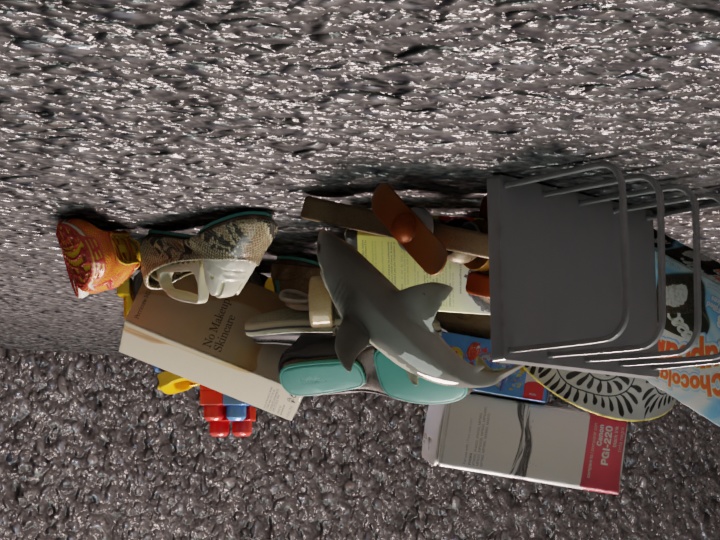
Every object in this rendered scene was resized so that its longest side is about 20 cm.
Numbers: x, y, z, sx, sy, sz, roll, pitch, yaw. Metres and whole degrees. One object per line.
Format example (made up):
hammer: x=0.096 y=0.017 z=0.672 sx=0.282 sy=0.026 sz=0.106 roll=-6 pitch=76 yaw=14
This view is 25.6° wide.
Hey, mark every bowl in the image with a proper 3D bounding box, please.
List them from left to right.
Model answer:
bowl: x=0.254 y=0.052 z=1.621 sx=0.199 sy=0.095 sz=0.201 roll=17 pitch=-148 yaw=-11

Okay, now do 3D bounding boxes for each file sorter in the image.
file sorter: x=0.207 y=0.002 z=1.206 sx=0.124 sy=0.140 sz=0.199 roll=-9 pitch=167 yaw=44

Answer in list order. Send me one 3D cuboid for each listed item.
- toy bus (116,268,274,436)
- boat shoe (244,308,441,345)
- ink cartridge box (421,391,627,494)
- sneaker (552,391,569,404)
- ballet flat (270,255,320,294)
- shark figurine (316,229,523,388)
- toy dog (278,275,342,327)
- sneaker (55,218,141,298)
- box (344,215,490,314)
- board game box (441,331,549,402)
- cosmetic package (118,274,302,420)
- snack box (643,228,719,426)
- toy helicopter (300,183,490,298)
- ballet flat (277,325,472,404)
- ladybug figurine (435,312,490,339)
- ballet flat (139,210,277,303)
toy bus: x=-0.176 y=0.090 z=1.796 sx=0.198 sy=0.194 sz=0.136 roll=2 pitch=175 yaw=10
boat shoe: x=-0.018 y=0.073 z=1.586 sx=0.198 sy=0.063 sz=0.075 roll=4 pitch=-170 yaw=-2
ink cartridge box: x=0.174 y=0.182 z=1.712 sx=0.198 sy=0.086 sz=0.146 roll=8 pitch=177 yaw=-4
sneaker: x=0.236 y=0.078 z=1.748 sx=0.076 sy=0.089 sz=0.200 roll=25 pitch=-150 yaw=4
ballet flat: x=-0.020 y=0.030 z=1.739 sx=0.067 sy=0.073 sz=0.199 roll=3 pitch=176 yaw=44
shark figurine: x=0.060 y=0.045 z=1.262 sx=0.214 sy=0.129 sz=0.090 roll=32 pitch=122 yaw=-17
toy dog: x=0.000 y=0.000 z=1.540 sx=0.131 sy=0.097 sz=0.200 roll=1 pitch=-172 yaw=-15
sneaker: x=-0.247 y=-0.020 z=1.514 sx=0.076 sy=0.074 sz=0.200 roll=-19 pitch=180 yaw=-10
box: x=0.087 y=-0.005 z=1.352 sx=0.198 sy=0.076 sz=0.050 roll=3 pitch=-151 yaw=12
board game box: x=0.105 y=0.100 z=1.731 sx=0.198 sy=0.056 sz=0.196 roll=9 pitch=177 yaw=3
cosmetic package: x=-0.140 y=0.065 z=1.647 sx=0.198 sy=0.106 sz=0.071 roll=21 pitch=147 yaw=-2
snack box: x=0.277 y=0.049 z=1.315 sx=0.037 sy=0.117 sz=0.200 roll=-11 pitch=-151 yaw=-33
toy helicopter: x=0.037 y=-0.031 z=1.261 sx=0.198 sy=0.080 sz=0.132 roll=13 pitch=-175 yaw=25
ballet flat: x=0.018 y=0.084 z=1.501 sx=0.198 sy=0.074 sz=0.073 roll=-1 pitch=172 yaw=22
ladybug figurine: x=0.157 y=0.045 z=1.785 sx=0.135 sy=0.073 sz=0.200 roll=8 pitch=177 yaw=25
ballet flat: x=-0.142 y=-0.007 z=1.468 sx=0.067 sy=0.076 sz=0.199 roll=9 pitch=170 yaw=-38
